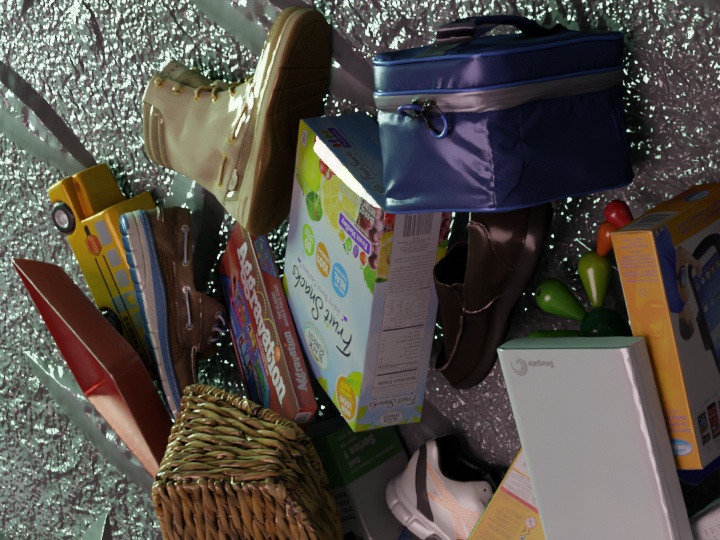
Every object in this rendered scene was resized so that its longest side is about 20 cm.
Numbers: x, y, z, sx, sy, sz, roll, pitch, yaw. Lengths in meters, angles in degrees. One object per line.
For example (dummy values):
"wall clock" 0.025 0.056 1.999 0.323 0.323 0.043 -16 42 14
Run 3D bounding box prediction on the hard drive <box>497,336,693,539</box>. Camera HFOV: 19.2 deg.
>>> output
"hard drive" 0.174 0.147 1.539 0.131 0.027 0.202 -3 106 49

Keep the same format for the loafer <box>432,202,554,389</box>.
"loafer" 0.088 0.010 1.627 0.071 0.073 0.201 20 134 -1

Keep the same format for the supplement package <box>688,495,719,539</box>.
"supplement package" 0.340 0.181 1.501 0.200 0.117 0.118 -35 83 44

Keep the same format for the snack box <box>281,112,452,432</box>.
"snack box" 0.000 0.000 1.714 0.169 0.067 0.202 -131 40 -52

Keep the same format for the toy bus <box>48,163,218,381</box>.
"toy bus" -0.209 -0.001 1.941 0.078 0.065 0.202 -20 94 44

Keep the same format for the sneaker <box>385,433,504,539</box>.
"sneaker" 0.110 0.216 1.752 0.200 0.074 0.080 39 118 16

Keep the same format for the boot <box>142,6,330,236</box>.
"boot" -0.108 -0.150 1.787 0.155 0.072 0.202 34 124 32

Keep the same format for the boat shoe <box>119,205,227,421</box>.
"boat shoe" -0.155 0.042 1.865 0.072 0.072 0.202 -152 49 -77

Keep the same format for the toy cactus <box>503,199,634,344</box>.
"toy cactus" 0.199 0.058 1.602 0.164 0.102 0.201 36 120 12

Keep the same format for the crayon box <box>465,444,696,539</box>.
"crayon box" 0.189 0.219 1.633 0.199 0.058 0.119 32 103 10

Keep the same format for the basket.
"basket" -0.081 0.208 1.780 0.141 0.149 0.202 -3 122 10

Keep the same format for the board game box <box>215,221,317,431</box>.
"board game box" -0.083 0.058 1.814 0.103 0.019 0.201 118 142 -50

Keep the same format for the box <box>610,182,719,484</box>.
"box" 0.245 0.049 1.527 0.041 0.119 0.202 -5 105 41

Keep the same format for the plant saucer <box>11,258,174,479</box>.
"plant saucer" -0.224 0.094 1.915 0.200 0.037 0.200 44 162 42

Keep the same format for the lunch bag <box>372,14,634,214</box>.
"lunch bag" 0.097 -0.116 1.526 0.135 0.199 0.134 0 99 41

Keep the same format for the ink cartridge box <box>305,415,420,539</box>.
"ink cartridge box" -0.011 0.234 1.856 0.144 0.084 0.202 -20 94 44
